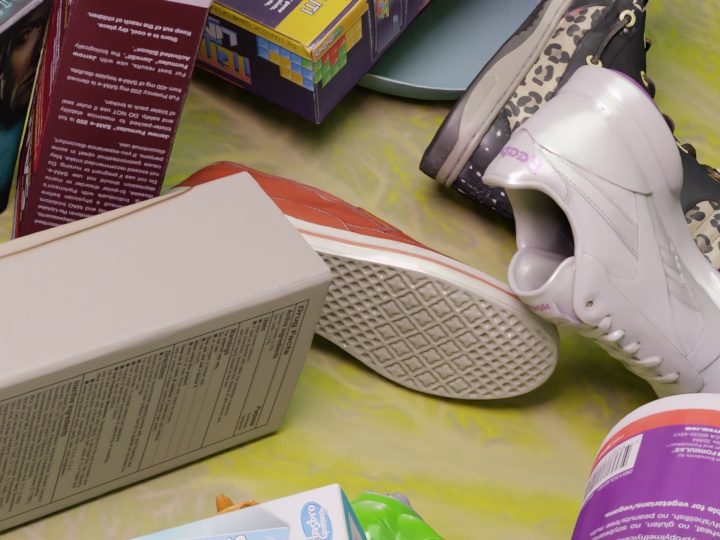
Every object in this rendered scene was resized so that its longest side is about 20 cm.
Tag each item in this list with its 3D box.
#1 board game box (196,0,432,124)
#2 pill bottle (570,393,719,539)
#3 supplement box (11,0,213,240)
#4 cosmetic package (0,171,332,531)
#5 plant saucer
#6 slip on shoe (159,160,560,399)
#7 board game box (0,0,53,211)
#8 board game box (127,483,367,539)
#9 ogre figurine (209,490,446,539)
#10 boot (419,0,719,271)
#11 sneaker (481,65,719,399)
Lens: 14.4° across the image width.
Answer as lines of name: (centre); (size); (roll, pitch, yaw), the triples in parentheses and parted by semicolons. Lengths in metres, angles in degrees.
board game box: (-0.032, -0.182, 1.435); (0.165, 0.057, 0.200); (28, 56, 22)
pill bottle: (0.132, 0.151, 1.167); (0.112, 0.113, 0.201); (21, 43, 1)
supplement box: (-0.110, -0.087, 1.254); (0.060, 0.201, 0.109); (9, 43, -10)
cosmetic package: (-0.119, 0.039, 1.195); (0.199, 0.104, 0.073); (-18, 54, -36)
plant saucer: (0.019, -0.155, 1.501); (0.199, 0.028, 0.201); (10, 44, -10)
slip on shoe: (0.000, 0.000, 1.306); (0.199, 0.074, 0.061); (20, 39, 7)
board game box: (-0.207, -0.033, 1.210); (0.028, 0.136, 0.200); (31, 44, 12)
board game box: (-0.086, 0.175, 1.029); (0.199, 0.047, 0.152); (-16, 53, 6)
ogre figurine: (-0.029, 0.155, 1.115); (0.098, 0.200, 0.120); (45, 9, -42)
boot: (0.140, -0.073, 1.410); (0.153, 0.074, 0.204); (39, 58, 6)
sneaker: (0.116, 0.011, 1.285); (0.099, 0.201, 0.075); (-37, 22, -24)
